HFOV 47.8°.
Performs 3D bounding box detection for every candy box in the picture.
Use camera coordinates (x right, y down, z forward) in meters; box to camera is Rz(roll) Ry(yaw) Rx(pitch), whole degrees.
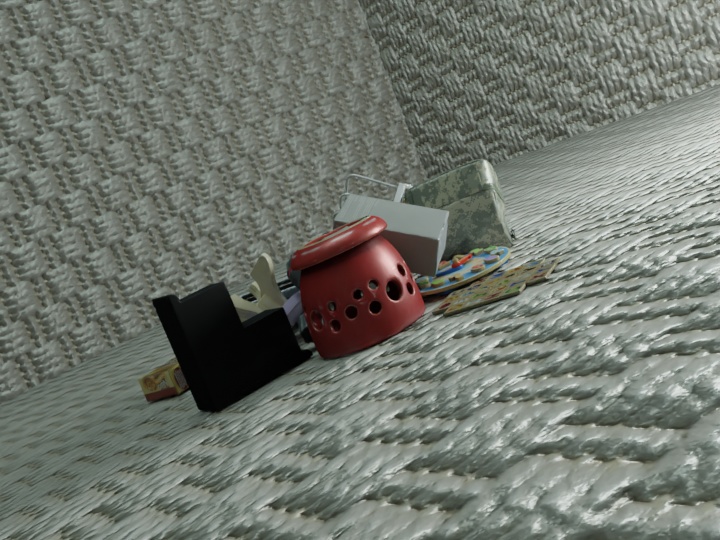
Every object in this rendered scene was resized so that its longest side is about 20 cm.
[{"bbox_3d":[-0.348,0.196,1.681,0.114,0.056,0.199,-20,7,41],"label":"candy box"}]

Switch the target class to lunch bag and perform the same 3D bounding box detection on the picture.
[{"bbox_3d":[0.196,-0.097,1.607,0.196,0.171,0.139,-19,-21,15],"label":"lunch bag"}]

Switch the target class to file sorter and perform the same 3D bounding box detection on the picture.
[{"bbox_3d":[0.002,-0.067,1.617,0.140,0.122,0.203,95,-169,-58],"label":"file sorter"}]

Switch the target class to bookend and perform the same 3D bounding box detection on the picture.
[{"bbox_3d":[-0.213,0.098,1.358,0.197,0.204,0.091,-28,9,-32],"label":"bookend"}]

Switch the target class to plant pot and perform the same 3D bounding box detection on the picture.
[{"bbox_3d":[-0.014,0.023,1.348,0.197,0.186,0.201,-25,7,3],"label":"plant pot"}]

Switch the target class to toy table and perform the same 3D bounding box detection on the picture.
[{"bbox_3d":[-0.188,0.075,1.580,0.186,0.116,0.200,-58,-6,7],"label":"toy table"}]

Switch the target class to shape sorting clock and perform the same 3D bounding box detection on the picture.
[{"bbox_3d":[0.177,-0.002,1.464,0.196,0.040,0.200,-24,6,3],"label":"shape sorting clock"}]

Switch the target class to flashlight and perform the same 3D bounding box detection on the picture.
[{"bbox_3d":[-0.098,0.049,1.504,0.067,0.068,0.202,-27,39,13],"label":"flashlight"}]

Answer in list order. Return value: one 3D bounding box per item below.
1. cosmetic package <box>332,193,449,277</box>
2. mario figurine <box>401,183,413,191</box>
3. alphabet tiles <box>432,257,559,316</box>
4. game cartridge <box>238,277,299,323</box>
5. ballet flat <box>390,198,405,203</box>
[{"bbox_3d":[0.055,-0.065,1.463,0.196,0.092,0.107,14,36,12],"label":"cosmetic package"},{"bbox_3d":[0.082,-0.128,1.823,0.197,0.126,0.106,-24,-7,11],"label":"mario figurine"},{"bbox_3d":[0.213,0.025,1.278,0.197,0.006,0.166,-20,8,31],"label":"alphabet tiles"},{"bbox_3d":[-0.183,0.080,1.763,0.196,0.042,0.134,-20,-32,-4],"label":"game cartridge"},{"bbox_3d":[0.032,-0.093,1.762,0.198,0.067,0.070,-27,-17,28],"label":"ballet flat"}]
